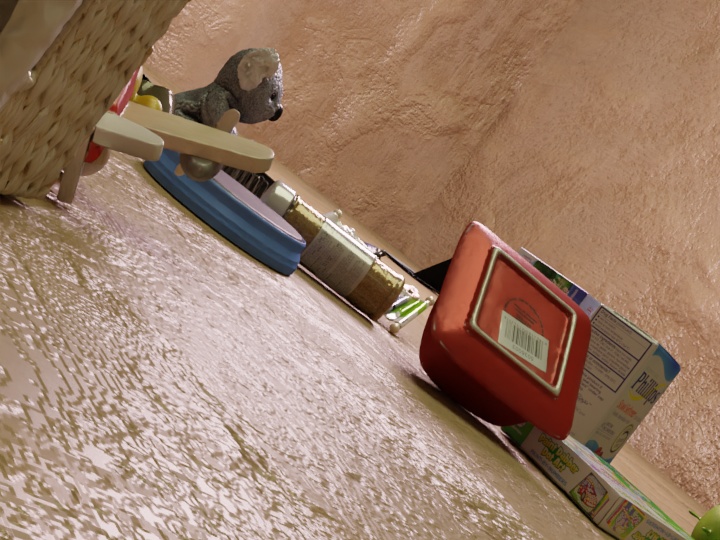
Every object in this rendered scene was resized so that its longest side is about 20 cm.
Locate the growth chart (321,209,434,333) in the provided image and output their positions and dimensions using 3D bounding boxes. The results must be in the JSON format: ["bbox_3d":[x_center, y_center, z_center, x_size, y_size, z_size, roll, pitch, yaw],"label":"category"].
[{"bbox_3d":[0.000,0.000,1.457,0.200,0.018,0.145,44,30,2],"label":"growth chart"}]

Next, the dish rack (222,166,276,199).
[{"bbox_3d":[-0.187,-0.139,1.490,0.153,0.055,0.200,39,4,29],"label":"dish rack"}]

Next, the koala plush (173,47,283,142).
[{"bbox_3d":[-0.193,-0.259,1.738,0.183,0.201,0.177,37,4,-8],"label":"koala plush"}]

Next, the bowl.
[{"bbox_3d":[-0.141,-0.071,1.216,0.200,0.039,0.201,38,4,-3],"label":"bowl"}]

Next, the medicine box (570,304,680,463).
[{"bbox_3d":[0.341,0.171,1.598,0.103,0.201,0.182,39,4,29],"label":"medicine box"}]

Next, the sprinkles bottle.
[{"bbox_3d":[-0.041,-0.023,1.359,0.199,0.068,0.068,37,4,-11],"label":"sprinkles bottle"}]

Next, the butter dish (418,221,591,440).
[{"bbox_3d":[0.139,0.086,1.260,0.199,0.148,0.200,38,44,-14],"label":"butter dish"}]

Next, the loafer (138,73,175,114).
[{"bbox_3d":[-0.258,-0.194,1.349,0.075,0.070,0.200,35,5,-37],"label":"loafer"}]

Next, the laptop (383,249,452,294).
[{"bbox_3d":[0.197,-0.018,3.132,0.200,0.116,0.187,40,4,33],"label":"laptop"}]

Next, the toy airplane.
[{"bbox_3d":[-0.184,-0.113,0.785,0.198,0.142,0.200,-25,65,-42],"label":"toy airplane"}]

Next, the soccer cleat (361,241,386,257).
[{"bbox_3d":[-0.024,-0.012,1.583,0.083,0.065,0.200,6,0,16],"label":"soccer cleat"}]

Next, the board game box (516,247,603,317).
[{"bbox_3d":[0.239,0.085,1.683,0.041,0.201,0.199,34,4,-29],"label":"board game box"}]

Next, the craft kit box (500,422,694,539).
[{"bbox_3d":[0.276,0.250,1.271,0.199,0.049,0.198,35,7,-35],"label":"craft kit box"}]

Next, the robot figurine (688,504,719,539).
[{"bbox_3d":[0.466,0.348,1.302,0.199,0.116,0.175,38,3,3],"label":"robot figurine"}]

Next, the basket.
[{"bbox_3d":[-0.211,-0.168,0.584,0.199,0.199,0.161,37,0,4],"label":"basket"}]
